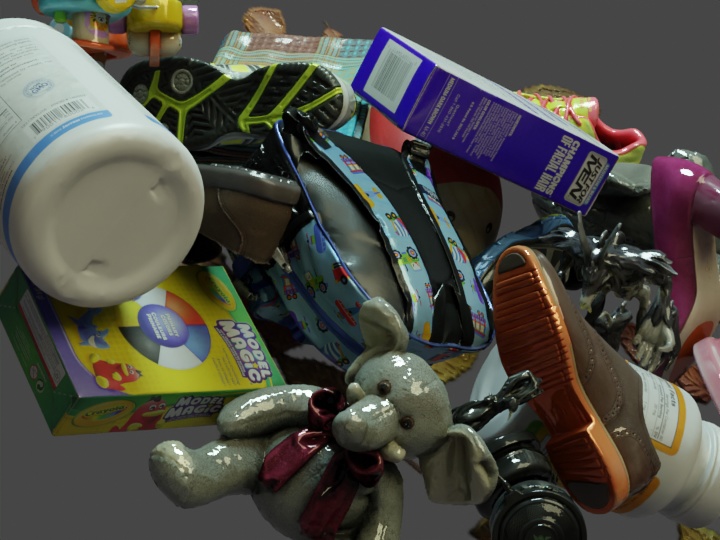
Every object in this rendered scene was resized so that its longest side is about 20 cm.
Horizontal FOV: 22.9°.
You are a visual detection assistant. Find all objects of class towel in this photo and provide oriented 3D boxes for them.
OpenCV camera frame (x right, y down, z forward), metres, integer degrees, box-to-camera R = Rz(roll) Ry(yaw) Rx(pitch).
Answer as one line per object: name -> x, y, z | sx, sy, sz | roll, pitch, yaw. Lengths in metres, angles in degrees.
towel -> -0.064, -0.145, 1.480 | 0.146, 0.022, 0.200 | 5, 37, 7

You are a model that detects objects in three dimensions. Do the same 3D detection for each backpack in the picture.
backpack -> 0.000, 0.000, 1.316 | 0.182, 0.135, 0.200 | 9, 45, -51

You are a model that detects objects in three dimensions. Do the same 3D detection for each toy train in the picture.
toy train -> -0.206, -0.176, 1.336 | 0.200, 0.150, 0.056 | 17, 71, -71

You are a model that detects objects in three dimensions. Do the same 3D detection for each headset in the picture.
headset -> 0.124, 0.155, 1.249 | 0.200, 0.094, 0.124 | 53, 5, -36

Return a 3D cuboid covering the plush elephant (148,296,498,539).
plush elephant -> -0.003, 0.116, 1.174 | 0.165, 0.155, 0.200 | 48, 36, 14

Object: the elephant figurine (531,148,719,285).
elephant figurine -> 0.218, -0.051, 1.615 | 0.200, 0.155, 0.142 | 11, 76, -19

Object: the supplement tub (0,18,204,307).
supplement tub -> -0.201, -0.075, 1.185 | 0.132, 0.132, 0.200 | 8, 23, -37

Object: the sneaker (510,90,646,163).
sneaker -> 0.185, -0.141, 1.698 | 0.200, 0.090, 0.078 | 23, 39, -18

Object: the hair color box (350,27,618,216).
hair color box -> 0.101, -0.121, 1.455 | 0.200, 0.065, 0.109 | 21, 13, -31

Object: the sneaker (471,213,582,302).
sneaker -> 0.133, 0.013, 1.488 | 0.200, 0.071, 0.083 | -26, 79, -47

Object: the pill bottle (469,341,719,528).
pill bottle -> 0.193, 0.125, 1.382 | 0.200, 0.111, 0.111 | 26, 36, -17

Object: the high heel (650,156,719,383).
high heel -> 0.268, 0.003, 1.543 | 0.096, 0.200, 0.067 | 32, 23, 33

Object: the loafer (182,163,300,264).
loafer -> -0.130, -0.042, 1.260 | 0.073, 0.071, 0.200 | 13, -3, -44

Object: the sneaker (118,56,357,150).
sneaker -> -0.097, -0.125, 1.392 | 0.200, 0.076, 0.076 | 7, -1, 22

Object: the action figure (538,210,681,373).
action figure -> 0.203, 0.032, 1.431 | 0.200, 0.119, 0.102 | 51, 54, -58

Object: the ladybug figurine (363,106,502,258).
ladybug figurine -> 0.065, -0.093, 1.549 | 0.136, 0.072, 0.200 | 10, 43, -34

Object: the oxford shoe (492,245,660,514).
oxford shoe -> 0.156, 0.071, 1.285 | 0.073, 0.071, 0.200 | -23, 93, -35

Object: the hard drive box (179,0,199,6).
hard drive box -> -0.226, -0.317, 1.540 | 0.156, 0.077, 0.200 | 9, 44, -35

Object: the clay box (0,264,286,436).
clay box -> -0.139, 0.051, 1.223 | 0.200, 0.048, 0.115 | -1, 50, -42

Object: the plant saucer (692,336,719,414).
plant saucer -> 0.353, 0.136, 1.497 | 0.201, 0.051, 0.201 | 52, 14, -19
